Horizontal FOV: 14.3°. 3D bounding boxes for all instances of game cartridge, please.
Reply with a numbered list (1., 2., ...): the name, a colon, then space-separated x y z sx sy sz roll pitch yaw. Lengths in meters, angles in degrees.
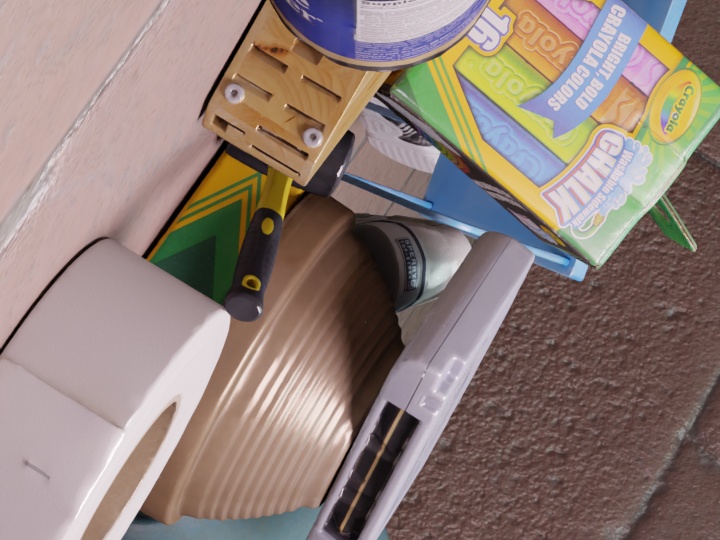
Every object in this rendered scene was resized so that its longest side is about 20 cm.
1. game cartridge: 0.032 0.072 1.566 0.133 0.040 0.200 -50 170 -43

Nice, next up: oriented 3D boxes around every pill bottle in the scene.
1. pill bottle: 0.009 -0.160 1.209 0.112 0.111 0.200 -58 174 -9

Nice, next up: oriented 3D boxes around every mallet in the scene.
1. mallet: -0.037 -0.026 1.454 0.200 0.065 0.041 -91 -157 -58

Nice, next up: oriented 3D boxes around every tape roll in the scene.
1. tape roll: -0.142 0.087 1.379 0.203 0.071 0.202 -58 175 -9

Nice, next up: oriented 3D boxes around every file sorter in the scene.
1. file sorter: 0.083 -0.119 1.720 0.122 0.138 0.201 16 95 -45

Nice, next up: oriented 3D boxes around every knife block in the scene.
1. knife block: 0.003 -0.143 1.501 0.201 0.064 0.176 -60 174 2

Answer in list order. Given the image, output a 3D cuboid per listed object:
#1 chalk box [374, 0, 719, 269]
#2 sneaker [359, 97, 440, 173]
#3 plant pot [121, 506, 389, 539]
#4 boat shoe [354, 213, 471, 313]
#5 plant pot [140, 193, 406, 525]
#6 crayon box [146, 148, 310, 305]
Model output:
1. chalk box: 0.115 -0.088 1.587 0.124 0.200 0.125 -51 -166 0
2. sneaker: 0.047 -0.144 1.883 0.200 0.075 0.115 81 32 -75
3. plant pot: -0.095 0.155 1.709 0.201 0.199 0.135 -56 142 -28
4. boat shoe: 0.000 -0.005 1.697 0.086 0.075 0.202 -9 179 -34
5. plant pot: -0.037 0.065 1.566 0.202 0.092 0.201 -58 175 -8
6. crayon box: -0.080 -0.001 1.574 0.200 0.051 0.126 -57 174 -29
